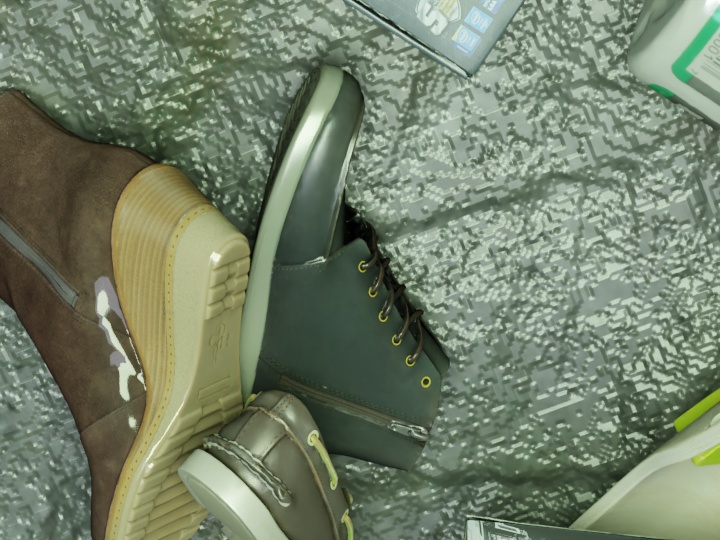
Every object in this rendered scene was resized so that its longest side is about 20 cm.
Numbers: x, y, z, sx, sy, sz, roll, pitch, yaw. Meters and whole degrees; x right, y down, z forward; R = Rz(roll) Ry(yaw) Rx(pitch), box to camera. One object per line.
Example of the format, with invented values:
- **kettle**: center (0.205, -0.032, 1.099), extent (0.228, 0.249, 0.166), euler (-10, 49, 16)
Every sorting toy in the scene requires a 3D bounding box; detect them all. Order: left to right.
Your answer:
- **sorting toy**: center (0.192, 0.133, 1.217), extent (0.180, 0.107, 0.200), euler (-36, 114, 27)

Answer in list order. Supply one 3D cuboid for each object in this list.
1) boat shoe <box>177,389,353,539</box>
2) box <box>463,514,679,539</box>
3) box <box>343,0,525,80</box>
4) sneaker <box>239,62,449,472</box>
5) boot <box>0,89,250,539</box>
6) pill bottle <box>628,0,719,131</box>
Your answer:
- **boat shoe**: center (-0.032, 0.115, 1.194), extent (0.072, 0.200, 0.060), euler (36, 77, 24)
- **box**: center (0.120, 0.203, 1.215), extent (0.156, 0.050, 0.201), euler (5, 139, 3)
- **box**: center (0.041, -0.212, 1.135), extent (0.157, 0.051, 0.201), euler (34, 108, -5)
- **sneaker**: center (0.000, 0.000, 1.202), extent (0.105, 0.075, 0.201), euler (12, 118, -3)
- **boot**: center (-0.132, 0.031, 1.204), extent (0.166, 0.072, 0.201), euler (29, 116, 33)
- **pill bottle**: center (0.229, -0.085, 1.121), extent (0.199, 0.113, 0.113), euler (32, 108, -7)
